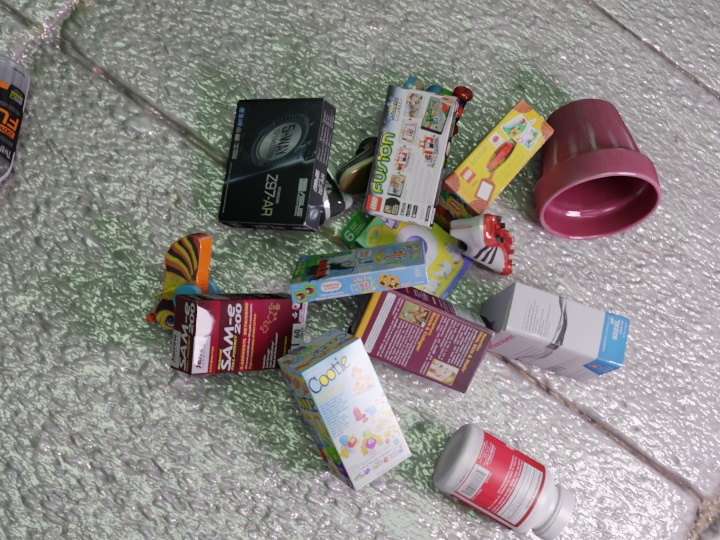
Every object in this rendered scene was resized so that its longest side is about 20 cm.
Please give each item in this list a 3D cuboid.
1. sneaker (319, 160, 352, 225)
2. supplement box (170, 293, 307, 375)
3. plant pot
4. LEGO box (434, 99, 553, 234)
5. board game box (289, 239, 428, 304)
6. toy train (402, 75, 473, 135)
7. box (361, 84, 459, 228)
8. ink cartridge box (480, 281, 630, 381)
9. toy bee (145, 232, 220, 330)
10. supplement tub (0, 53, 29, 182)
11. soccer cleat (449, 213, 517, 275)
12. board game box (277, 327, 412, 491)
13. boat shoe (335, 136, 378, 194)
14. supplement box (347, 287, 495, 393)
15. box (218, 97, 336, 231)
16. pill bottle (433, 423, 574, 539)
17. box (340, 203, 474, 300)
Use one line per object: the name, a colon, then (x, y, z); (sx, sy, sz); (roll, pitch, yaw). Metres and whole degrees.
sneaker: (-0.109, -0.161, 1.601); (0.112, 0.073, 0.200); (-34, 88, -21)
supplement box: (-0.174, 0.090, 1.471); (0.199, 0.061, 0.109); (0, 98, -41)
plant pot: (0.382, -0.176, 1.675); (0.199, 0.200, 0.180); (3, 60, -13)
LEGO box: (0.202, -0.162, 1.639); (0.077, 0.149, 0.200); (43, 70, -1)
board game box: (0.000, 0.000, 1.519); (0.199, 0.151, 0.037); (-8, 105, 4)
toy train: (0.100, -0.248, 1.636); (0.115, 0.085, 0.200); (26, 36, 6)
box: (0.077, -0.174, 1.543); (0.110, 0.035, 0.201); (13, 92, 13)
ink cartridge box: (0.300, 0.100, 1.600); (0.199, 0.145, 0.084); (18, 72, -9)
toy bee: (-0.271, 0.045, 1.491); (0.108, 0.131, 0.201); (0, 78, 19)
supplement tub: (-0.563, -0.212, 1.476); (0.122, 0.123, 0.201); (9, 75, -12)
soccer cleat: (0.199, -0.041, 1.605); (0.085, 0.200, 0.069); (1, 74, 20)
board game box: (-0.024, 0.201, 1.482); (0.105, 0.103, 0.201); (-29, 107, -19)
boat shoe: (0.022, -0.181, 1.631); (0.065, 0.073, 0.200); (42, 42, 19)
supplement box: (0.092, 0.095, 1.561); (0.199, 0.086, 0.111); (22, 102, -8)
box: (-0.128, -0.163, 1.556); (0.160, 0.044, 0.201); (5, 81, 27)
pill bottle: (0.221, 0.328, 1.541); (0.200, 0.112, 0.113); (31, 71, -5)
box: (0.076, -0.039, 1.632); (0.200, 0.048, 0.117); (38, 71, -1)
